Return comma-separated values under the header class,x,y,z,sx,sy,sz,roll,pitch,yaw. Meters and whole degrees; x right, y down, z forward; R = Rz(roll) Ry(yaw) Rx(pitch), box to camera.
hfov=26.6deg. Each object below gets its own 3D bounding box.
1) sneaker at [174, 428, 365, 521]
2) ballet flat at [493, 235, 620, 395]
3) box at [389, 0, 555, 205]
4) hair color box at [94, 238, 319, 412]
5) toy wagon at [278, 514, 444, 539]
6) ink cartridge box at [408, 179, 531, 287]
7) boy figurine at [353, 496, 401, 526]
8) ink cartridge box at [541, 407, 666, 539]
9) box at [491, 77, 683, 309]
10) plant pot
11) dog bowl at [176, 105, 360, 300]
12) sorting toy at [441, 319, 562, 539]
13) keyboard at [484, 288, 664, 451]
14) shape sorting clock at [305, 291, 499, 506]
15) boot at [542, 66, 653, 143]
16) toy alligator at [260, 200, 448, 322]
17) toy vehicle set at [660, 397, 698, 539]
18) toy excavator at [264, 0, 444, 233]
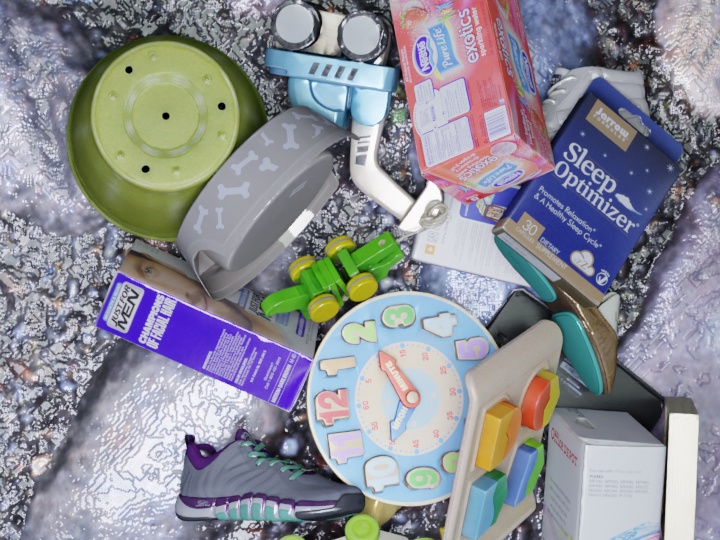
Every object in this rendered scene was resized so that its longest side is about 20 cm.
class,x,y,z,sx,sy,sz,roll,pitch,yaw
sneaker,-0.089,0.191,1.428,0.198,0.074,0.088,-4,81,25
ballet flat,0.207,0.022,1.476,0.072,0.068,0.201,-35,96,-18
box,0.103,-0.178,1.427,0.102,0.094,0.202,-22,63,24
hair color box,-0.141,0.050,1.434,0.198,0.109,0.065,23,106,-6
toy wagon,-0.001,0.291,1.436,0.198,0.156,0.040,-15,48,-7
ink cartridge box,0.153,-0.035,1.510,0.198,0.037,0.096,13,88,-4
boy figurine,0.035,0.155,1.480,0.123,0.064,0.202,10,89,-7
ink cartridge box,0.227,0.244,1.444,0.082,0.146,0.202,3,98,-5
box,0.225,-0.080,1.448,0.121,0.032,0.201,37,71,-9
plant pot,-0.178,-0.131,1.396,0.198,0.193,0.203,0,89,-6
dog bowl,-0.087,-0.066,1.383,0.059,0.200,0.200,42,85,8
sorting toy,0.138,0.165,1.414,0.036,0.185,0.202,16,113,28
keyboard,0.198,0.123,1.521,0.199,0.021,0.127,38,84,-4
shape sorting clock,0.046,0.120,1.433,0.198,0.039,0.202,0,86,-7
boot,0.192,-0.151,1.506,0.198,0.074,0.097,-5,84,-15
toy alligator,0.000,0.000,1.444,0.199,0.054,0.060,-29,59,-3
toy vehicle set,0.301,0.190,1.441,0.026,0.200,0.126,3,90,10
toy excavator,-0.003,-0.148,1.463,0.192,0.100,0.202,10,100,4
